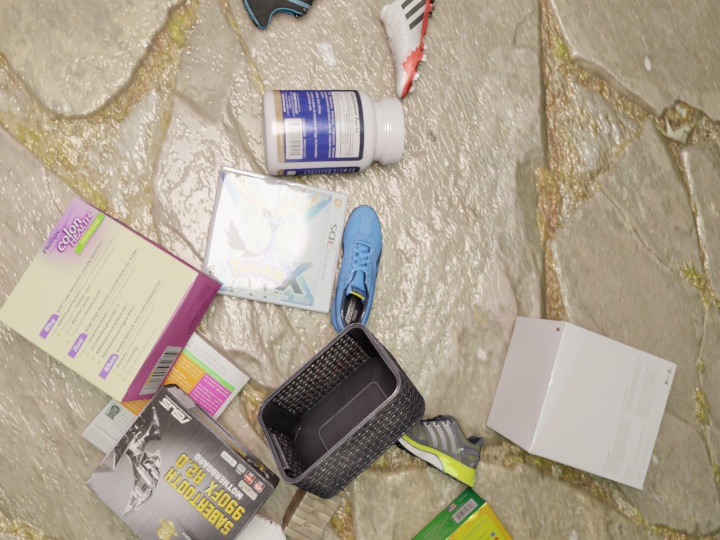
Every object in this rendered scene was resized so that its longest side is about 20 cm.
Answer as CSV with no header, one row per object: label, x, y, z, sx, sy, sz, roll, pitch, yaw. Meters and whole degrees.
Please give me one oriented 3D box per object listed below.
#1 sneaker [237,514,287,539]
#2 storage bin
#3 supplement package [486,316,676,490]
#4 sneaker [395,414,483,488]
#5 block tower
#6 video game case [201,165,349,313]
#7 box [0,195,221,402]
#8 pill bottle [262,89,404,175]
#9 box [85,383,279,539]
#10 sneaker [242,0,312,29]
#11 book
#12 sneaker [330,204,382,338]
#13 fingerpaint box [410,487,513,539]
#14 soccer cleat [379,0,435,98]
sneaker,-0.160,0.381,0.769,0.080,0.076,0.202,-38,100,-23
storage bin,-0.027,0.192,0.734,0.199,0.136,0.094,-41,137,1
supplement package,0.335,0.196,0.830,0.196,0.147,0.195,20,85,-11
sneaker,0.106,0.253,0.828,0.198,0.074,0.082,34,73,-15
block tower,-0.048,0.307,0.795,0.057,0.054,0.203,30,83,-9
video game case,-0.127,-0.044,0.800,0.196,0.022,0.187,11,87,-11
box,-0.317,0.039,0.693,0.198,0.097,0.178,29,83,8
pill bottle,-0.041,-0.200,0.774,0.195,0.116,0.119,-4,90,-12
box,-0.230,0.276,0.699,0.199,0.048,0.159,40,86,5
sneaker,-0.084,-0.428,0.801,0.196,0.073,0.083,-22,110,-6
book,-0.270,0.188,0.755,0.133,0.048,0.201,42,82,-11
sneaker,0.000,0.000,0.799,0.065,0.078,0.205,11,85,-9
fingerpaint box,0.154,0.474,0.825,0.199,0.073,0.168,-38,96,-10
soccer cleat,0.065,-0.366,0.828,0.083,0.069,0.205,12,83,-3
